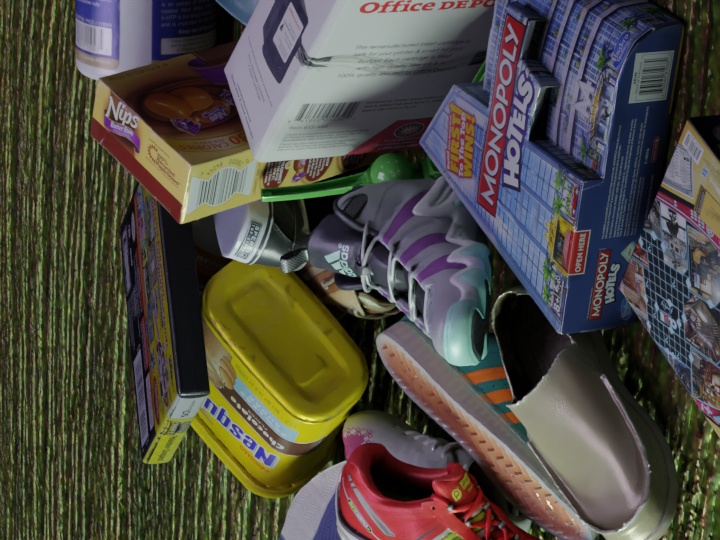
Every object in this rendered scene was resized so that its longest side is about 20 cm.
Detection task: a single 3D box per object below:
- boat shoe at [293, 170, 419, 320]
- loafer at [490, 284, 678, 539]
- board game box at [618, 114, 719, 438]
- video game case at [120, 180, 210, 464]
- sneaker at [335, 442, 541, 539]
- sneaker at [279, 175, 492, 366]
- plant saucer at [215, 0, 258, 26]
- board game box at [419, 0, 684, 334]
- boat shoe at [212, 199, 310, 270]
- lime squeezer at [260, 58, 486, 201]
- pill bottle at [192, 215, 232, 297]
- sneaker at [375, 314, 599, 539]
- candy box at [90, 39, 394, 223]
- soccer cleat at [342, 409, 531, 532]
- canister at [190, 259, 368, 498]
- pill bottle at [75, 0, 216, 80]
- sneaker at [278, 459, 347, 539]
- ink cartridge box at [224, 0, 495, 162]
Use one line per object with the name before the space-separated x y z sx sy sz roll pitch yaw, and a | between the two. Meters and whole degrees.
boat shoe | 0.000 0.000 1.740 0.074 0.075 0.200 68 151 19
loafer | 0.131 0.089 1.483 0.076 0.068 0.201 -47 51 28
board game box | 0.224 0.027 1.340 0.200 0.034 0.136 60 145 38
video game case | -0.150 0.026 1.797 0.181 0.025 0.201 123 142 -65
sneaker | 0.067 0.171 1.552 0.199 0.077 0.085 20 123 25
sneaker | 0.016 0.000 1.558 0.200 0.139 0.078 -85 -4 -64
plant saucer | -0.071 -0.244 1.770 0.200 0.027 0.200 32 153 18
board game box | 0.113 -0.094 1.504 0.200 0.061 0.201 42 132 52
boat shoe | -0.070 -0.070 1.767 0.074 0.068 0.200 -62 23 25
lime squeezer | 0.030 -0.079 1.637 0.199 0.071 0.038 -29 63 21
pill bottle | -0.113 -0.030 1.914 0.113 0.112 0.200 65 149 31
sneaker | 0.103 0.090 1.564 0.200 0.080 0.071 46 158 20
candy box | -0.079 -0.109 1.707 0.117 0.199 0.057 43 137 33
soccer cleat | 0.059 0.145 1.677 0.200 0.070 0.087 48 126 42
canister | -0.072 0.081 1.807 0.149 0.086 0.200 48 159 8
pill bottle | -0.178 -0.263 1.980 0.120 0.119 0.201 32 124 57
sneaker | -0.008 0.228 1.792 0.200 0.115 0.081 -56 48 26
ink cartridge box | 0.011 -0.165 1.595 0.200 0.144 0.085 -57 47 52
